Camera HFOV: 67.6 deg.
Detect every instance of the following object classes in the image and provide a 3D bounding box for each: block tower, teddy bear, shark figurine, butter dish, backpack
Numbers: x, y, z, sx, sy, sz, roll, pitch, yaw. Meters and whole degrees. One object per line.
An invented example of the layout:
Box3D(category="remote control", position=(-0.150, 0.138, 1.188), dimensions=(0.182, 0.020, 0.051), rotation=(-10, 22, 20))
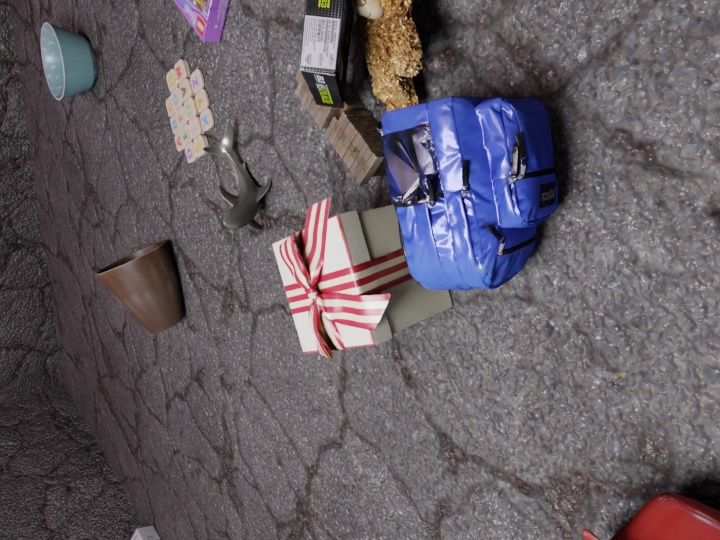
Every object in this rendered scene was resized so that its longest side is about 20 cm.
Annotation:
Box3D(category="block tower", position=(-0.023, -0.218, 0.777), dimensions=(0.202, 0.057, 0.054), rotation=(58, 138, 20))
Box3D(category="teddy bear", position=(0.028, -0.266, 0.636), dimensions=(0.200, 0.066, 0.147), rotation=(85, 168, -71))
Box3D(category="shark figurine", position=(-0.212, -0.166, 1.016), dimensions=(0.089, 0.128, 0.217), rotation=(-28, 61, 24))
Box3D(category="butter dish", position=(0.323, 0.273, 0.489), dimensions=(0.199, 0.148, 0.200), rotation=(36, 169, 36))
Box3D(category="backpack", position=(0.120, -0.079, 0.578), dimensions=(0.166, 0.161, 0.204), rotation=(2, 104, 45))

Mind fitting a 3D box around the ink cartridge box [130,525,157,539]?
Box3D(category="ink cartridge box", position=(-0.844, 1.144, 2.126), dimensions=(0.199, 0.082, 0.148), rotation=(35, 99, 36))

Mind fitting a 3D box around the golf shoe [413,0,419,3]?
Box3D(category="golf shoe", position=(0.070, -0.367, 0.595), dimensions=(0.199, 0.087, 0.078), rotation=(-15, 93, 51))

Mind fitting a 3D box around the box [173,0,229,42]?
Box3D(category="box", position=(-0.307, -0.548, 1.003), dimensions=(0.201, 0.039, 0.137), rotation=(54, 136, 21))

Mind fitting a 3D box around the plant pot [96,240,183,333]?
Box3D(category="plant pot", position=(-0.549, 0.055, 1.401), dimensions=(0.185, 0.186, 0.203), rotation=(-3, 115, 49))

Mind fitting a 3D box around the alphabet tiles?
Box3D(category="alphabet tiles", position=(-0.378, -0.345, 1.173), dimensions=(0.194, 0.014, 0.204), rotation=(-9, 96, 50))

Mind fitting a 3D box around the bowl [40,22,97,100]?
Box3D(category="bowl", position=(-0.825, -0.594, 1.533), dimensions=(0.199, 0.104, 0.204), rotation=(20, 118, 43))

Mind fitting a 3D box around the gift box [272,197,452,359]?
Box3D(category="gift box", position=(0.000, 0.000, 0.724), dimensions=(0.199, 0.185, 0.187), rotation=(-24, 86, 51))

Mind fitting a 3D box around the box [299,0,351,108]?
Box3D(category="box", position=(-0.032, -0.312, 0.635), dimensions=(0.047, 0.193, 0.204), rotation=(7, 96, 2))
